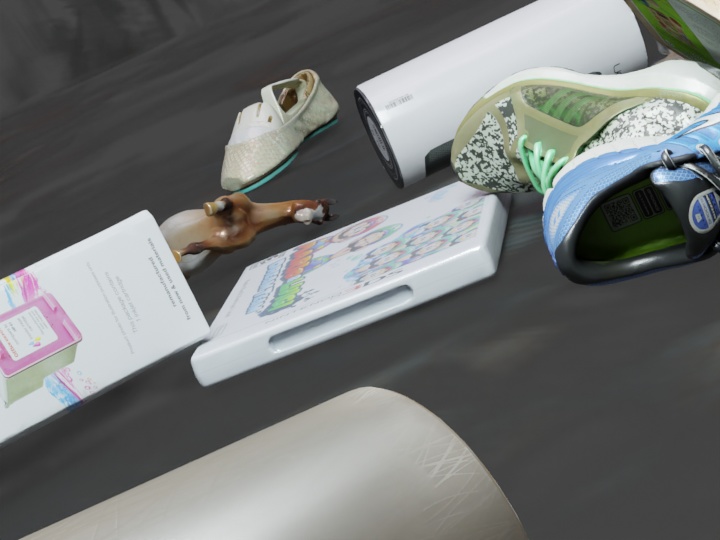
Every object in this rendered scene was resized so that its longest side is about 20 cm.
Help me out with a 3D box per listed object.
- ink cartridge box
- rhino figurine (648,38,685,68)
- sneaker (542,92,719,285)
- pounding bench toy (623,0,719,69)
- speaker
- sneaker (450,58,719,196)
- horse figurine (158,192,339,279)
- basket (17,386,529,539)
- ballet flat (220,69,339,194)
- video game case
[{"bbox_3d":[-0.208,0.056,1.307,0.199,0.085,0.144,-27,0,-33],"label":"ink cartridge box"},{"bbox_3d":[0.238,-0.127,1.346,0.199,0.060,0.088,-16,20,25],"label":"rhino figurine"},{"bbox_3d":[0.178,-0.043,1.096,0.199,0.079,0.089,-29,16,19],"label":"sneaker"},{"bbox_3d":[0.247,-0.172,1.219,0.156,0.124,0.200,-51,49,0],"label":"pounding bench toy"},{"bbox_3d":[0.100,-0.136,1.620,0.199,0.082,0.081,-26,12,-7],"label":"speaker"},{"bbox_3d":[0.120,-0.064,1.281,0.199,0.077,0.089,-8,35,43],"label":"sneaker"},{"bbox_3d":[-0.128,-0.013,1.599,0.199,0.050,0.132,-26,-3,26],"label":"horse figurine"},{"bbox_3d":[-0.054,0.125,0.659,0.199,0.137,0.180,-27,15,-30],"label":"basket"},{"bbox_3d":[-0.079,-0.123,1.973,0.067,0.063,0.200,-19,13,26],"label":"ballet flat"},{"bbox_3d":[0.000,0.000,1.359,0.181,0.024,0.200,-22,12,12],"label":"video game case"}]
